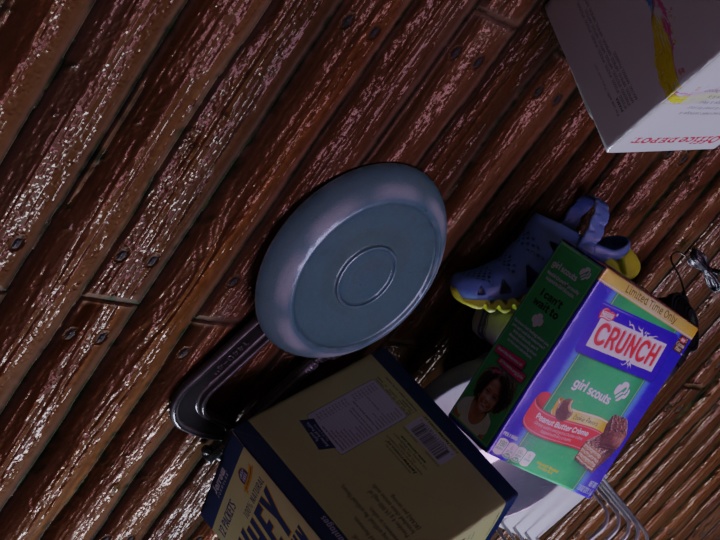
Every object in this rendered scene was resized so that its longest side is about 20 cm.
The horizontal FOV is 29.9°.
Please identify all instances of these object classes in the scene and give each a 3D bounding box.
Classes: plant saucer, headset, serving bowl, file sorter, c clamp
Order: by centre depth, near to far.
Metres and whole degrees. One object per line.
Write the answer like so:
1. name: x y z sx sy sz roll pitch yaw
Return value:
1. plant saucer: 0.000 0.000 1.180 0.198 0.027 0.202 -24 136 -24
2. c clamp: -0.091 0.106 1.250 0.200 0.027 0.170 -45 140 14
3. serving bowl: 0.128 0.163 1.389 0.197 0.066 0.202 -7 125 -10
4. headset: 0.330 0.062 1.491 0.094 0.123 0.201 46 71 -31
5. file sorter: 0.269 0.327 1.734 0.139 0.125 0.200 -43 148 8

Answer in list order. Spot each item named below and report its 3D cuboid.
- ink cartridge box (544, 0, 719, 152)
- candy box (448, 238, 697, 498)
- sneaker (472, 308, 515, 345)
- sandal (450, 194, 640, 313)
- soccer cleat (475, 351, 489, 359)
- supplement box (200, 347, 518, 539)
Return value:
1. ink cartridge box: 0.273 -0.204 1.058 0.144 0.146 0.200 -5 155 -38
2. candy box: 0.204 0.095 1.275 0.168 0.077 0.201 27 96 -40
3. sneaker: 0.196 0.052 1.376 0.199 0.088 0.076 7 102 -46
4. sandal: 0.175 -0.017 1.315 0.198 0.079 0.088 -17 108 -18
5. soccer cleat: 0.171 0.103 1.439 0.199 0.070 0.086 -39 146 2
6. supplement box: -0.004 0.215 1.248 0.199 0.200 0.135 -25 150 -38
